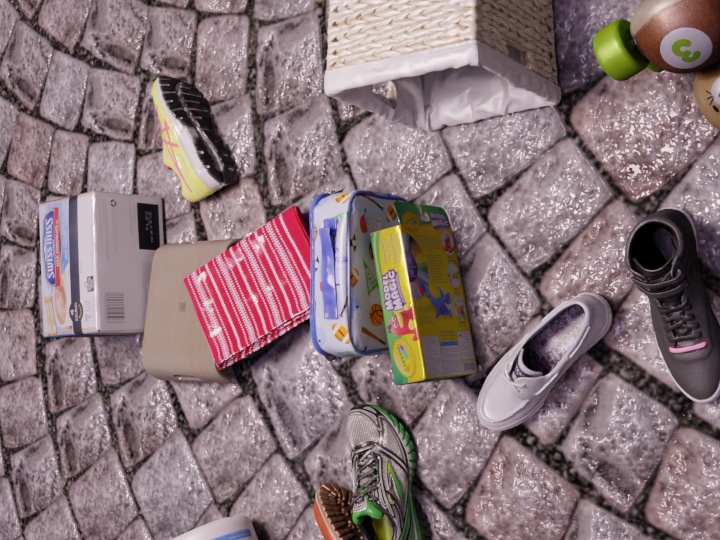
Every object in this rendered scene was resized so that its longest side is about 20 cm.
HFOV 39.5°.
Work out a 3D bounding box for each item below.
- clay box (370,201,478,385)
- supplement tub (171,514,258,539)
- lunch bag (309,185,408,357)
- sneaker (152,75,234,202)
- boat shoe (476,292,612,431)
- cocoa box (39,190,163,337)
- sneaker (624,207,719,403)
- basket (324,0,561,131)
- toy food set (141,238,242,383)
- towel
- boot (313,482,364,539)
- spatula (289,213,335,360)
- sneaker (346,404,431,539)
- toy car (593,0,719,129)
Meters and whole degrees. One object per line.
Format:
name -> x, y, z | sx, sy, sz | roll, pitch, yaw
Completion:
clay box -> 0.071, 0.026, 1.144 | 0.047, 0.115, 0.201 | -17, 78, 35
supplement tub -> -0.173, 0.434, 1.300 | 0.132, 0.132, 0.201 | -33, 69, 30
lunch bag -> 0.000, 0.000, 1.168 | 0.075, 0.160, 0.201 | -3, 88, 35
sneaker -> -0.255, -0.184, 1.413 | 0.090, 0.078, 0.201 | -40, 65, 36
boat shoe -> 0.189, 0.103, 1.084 | 0.200, 0.068, 0.072 | -44, 65, 27
cocoa box -> -0.374, -0.005, 1.457 | 0.131, 0.133, 0.201 | -7, 84, 36
sneaker -> 0.305, 0.034, 0.983 | 0.070, 0.099, 0.201 | -14, 82, 33
basket -> 0.089, -0.259, 1.092 | 0.199, 0.198, 0.162 | -6, 81, 36
toy food set -> -0.229, 0.055, 1.405 | 0.143, 0.060, 0.201 | -2, 79, 36
towel -> -0.134, 0.022, 1.305 | 0.199, 0.022, 0.145 | -32, 68, 18
boot -> -0.017, 0.365, 1.228 | 0.107, 0.075, 0.201 | -43, 66, 32
spatula -> -0.062, 0.021, 1.298 | 0.056, 0.021, 0.201 | -24, 76, 25
sneaker -> 0.024, 0.255, 1.190 | 0.078, 0.085, 0.201 | -26, 73, 33
toy car -> 0.349, -0.179, 0.938 | 0.164, 0.157, 0.201 | -30, 83, 44
